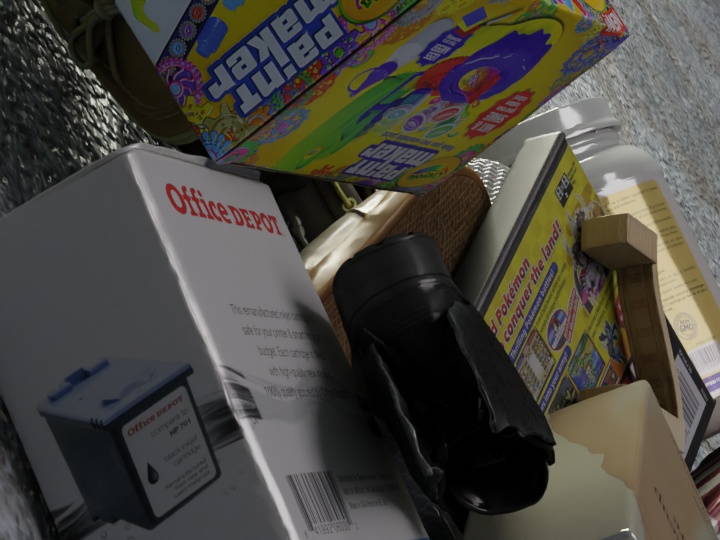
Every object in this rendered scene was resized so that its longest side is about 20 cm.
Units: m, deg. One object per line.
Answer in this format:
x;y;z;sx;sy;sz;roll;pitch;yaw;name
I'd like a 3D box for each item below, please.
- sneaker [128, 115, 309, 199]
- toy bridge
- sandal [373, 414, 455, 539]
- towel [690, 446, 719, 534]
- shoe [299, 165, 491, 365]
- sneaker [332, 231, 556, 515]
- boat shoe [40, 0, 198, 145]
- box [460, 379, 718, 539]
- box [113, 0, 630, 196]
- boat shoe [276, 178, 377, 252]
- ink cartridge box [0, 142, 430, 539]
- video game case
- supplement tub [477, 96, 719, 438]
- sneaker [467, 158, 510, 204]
-0.046;-0.089;1.173;0.091;0.076;0.200;47;29;-13;sneaker
0.127;0.071;1.168;0.067;0.027;0.200;32;56;-49;toy bridge
0.022;0.146;1.037;0.043;0.076;0.200;92;-19;-65;sandal
0.184;0.121;1.306;0.023;0.144;0.200;48;47;4;towel
0.000;0.000;1.119;0.200;0.053;0.070;-35;119;-54;shoe
0.035;0.055;0.952;0.104;0.060;0.200;63;0;25;sneaker
-0.117;-0.143;1.068;0.063;0.073;0.201;8;54;-59;boat shoe
0.093;0.123;0.994;0.200;0.078;0.095;-63;130;-74;box
-0.019;-0.145;1.006;0.193;0.122;0.200;58;19;14;box
-0.023;-0.069;1.246;0.072;0.061;0.201;46;23;-43;boat shoe
-0.051;0.066;0.902;0.200;0.086;0.146;64;15;11;ink cartridge box
0.095;0.065;1.171;0.181;0.025;0.200;58;40;-27;video game case
0.127;0.018;1.417;0.200;0.145;0.145;65;16;8;supplement tub
0.040;0.048;1.220;0.114;0.075;0.200;83;21;-47;sneaker
